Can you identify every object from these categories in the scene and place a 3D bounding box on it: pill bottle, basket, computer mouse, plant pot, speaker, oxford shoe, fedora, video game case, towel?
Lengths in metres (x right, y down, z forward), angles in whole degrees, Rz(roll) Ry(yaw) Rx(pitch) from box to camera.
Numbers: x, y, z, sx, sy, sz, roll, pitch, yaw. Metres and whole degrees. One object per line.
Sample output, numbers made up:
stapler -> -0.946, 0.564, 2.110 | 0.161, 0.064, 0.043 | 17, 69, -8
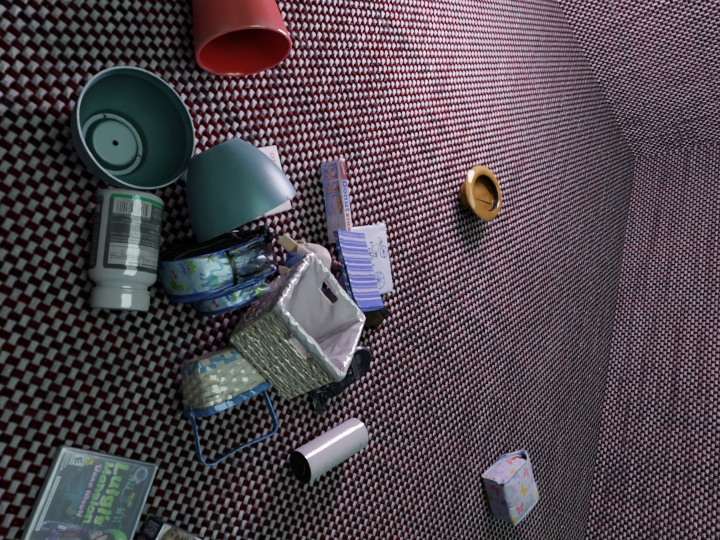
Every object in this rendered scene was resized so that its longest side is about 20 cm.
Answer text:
pill bottle -> -0.412, -0.033, 0.937 | 0.112, 0.112, 0.203 | 11, 80, -45
basket -> -0.257, 0.255, 1.054 | 0.175, 0.138, 0.203 | -14, 85, -44
basket -> -0.120, 0.111, 1.073 | 0.199, 0.160, 0.201 | 51, 32, -17
computer mouse -> -0.057, 0.250, 1.334 | 0.199, 0.052, 0.140 | -28, 117, -34
plant pot -> -0.412, -0.233, 0.936 | 0.199, 0.133, 0.203 | 5, 83, -45
speaker -> -0.073, 0.430, 1.282 | 0.199, 0.081, 0.082 | -16, 99, -45
plant pot -> -0.232, -0.157, 0.960 | 0.200, 0.199, 0.136 | -38, 109, -41
oxford shoe -> 0.011, 0.102, 1.377 | 0.085, 0.072, 0.200 | -59, 143, -13
fedora -> 0.401, -0.257, 1.826 | 0.199, 0.081, 0.204 | 5, 83, -40
plant pot -> -0.256, -0.527, 1.096 | 0.199, 0.199, 0.180 | -9, 84, -46
video game case -> -0.465, 0.419, 0.914 | 0.181, 0.023, 0.202 | 32, 65, -41
towel -> 0.000, 0.000, 1.286 | 0.144, 0.024, 0.203 | 2, 72, -61

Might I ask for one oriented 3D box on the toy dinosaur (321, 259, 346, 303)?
toy dinosaur -> -0.082, 0.069, 1.330 | 0.202, 0.104, 0.182 | 93, 21, -44

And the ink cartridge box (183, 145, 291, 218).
ink cartridge box -> -0.257, -0.175, 1.128 | 0.199, 0.084, 0.148 | -24, 105, -43

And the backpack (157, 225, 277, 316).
backpack -> -0.277, 0.005, 1.027 | 0.198, 0.182, 0.149 | -19, 103, -34

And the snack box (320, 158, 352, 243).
snack box -> -0.060, -0.173, 1.344 | 0.024, 0.071, 0.203 | -8, 93, -44

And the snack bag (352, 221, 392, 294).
snack bag -> 0.014, -0.026, 1.448 | 0.187, 0.021, 0.203 | -11, 95, -47

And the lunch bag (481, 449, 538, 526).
lunch bag -> 0.531, 0.748, 1.862 | 0.199, 0.126, 0.172 | -24, 102, -34

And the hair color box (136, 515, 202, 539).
hair color box -> -0.383, 0.565, 0.962 | 0.100, 0.060, 0.202 | 45, 56, -35

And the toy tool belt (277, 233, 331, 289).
toy tool belt -> -0.154, 0.027, 1.213 | 0.122, 0.125, 0.203 | 15, 92, -25
